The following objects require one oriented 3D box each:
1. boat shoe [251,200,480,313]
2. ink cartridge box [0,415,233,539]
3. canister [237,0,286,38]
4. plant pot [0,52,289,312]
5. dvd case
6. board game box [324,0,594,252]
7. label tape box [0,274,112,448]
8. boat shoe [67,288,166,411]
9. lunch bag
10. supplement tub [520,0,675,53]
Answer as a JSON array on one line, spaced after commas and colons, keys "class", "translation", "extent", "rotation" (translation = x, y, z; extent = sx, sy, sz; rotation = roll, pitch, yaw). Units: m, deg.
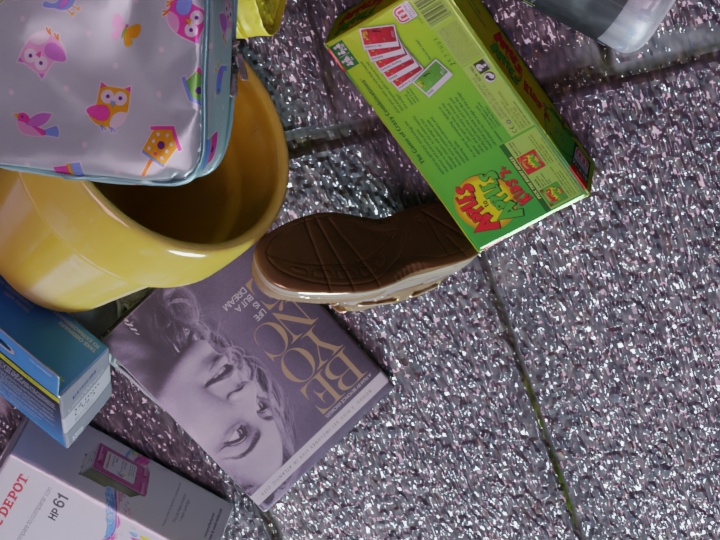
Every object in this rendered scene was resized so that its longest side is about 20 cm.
[{"class": "boat shoe", "translation": [0.000, 0.000, 1.455], "extent": [0.198, 0.074, 0.069], "rotation": [-7, 149, -35]}, {"class": "ink cartridge box", "translation": [-0.233, 0.224, 1.695], "extent": [0.199, 0.085, 0.145], "rotation": [30, 124, -6]}, {"class": "canister", "translation": [-0.149, -0.231, 1.341], "extent": [0.198, 0.150, 0.087], "rotation": [2, 144, 14]}, {"class": "plant pot", "translation": [-0.183, -0.065, 1.443], "extent": [0.200, 0.202, 0.189], "rotation": [40, 138, -14]}, {"class": "dvd case", "translation": [-0.088, 0.074, 1.563], "extent": [0.149, 0.016, 0.200], "rotation": [-43, 109, -1]}, {"class": "board game box", "translation": [0.074, -0.120, 1.424], "extent": [0.101, 0.048, 0.201], "rotation": [-27, 113, 27]}, {"class": "label tape box", "translation": [-0.265, 0.048, 1.519], "extent": [0.143, 0.066, 0.200], "rotation": [38, 159, 7]}, {"class": "boat shoe", "translation": [-0.163, 0.071, 1.591], "extent": [0.202, 0.065, 0.074], "rotation": [43, 121, -16]}, {"class": "lunch bag", "translation": [-0.171, -0.140, 1.255], "extent": [0.198, 0.077, 0.162], "rotation": [6, 100, 13]}, {"class": "supplement tub", "translation": [0.121, -0.239, 1.291], "extent": [0.199, 0.123, 0.123], "rotation": [27, 124, -6]}]
